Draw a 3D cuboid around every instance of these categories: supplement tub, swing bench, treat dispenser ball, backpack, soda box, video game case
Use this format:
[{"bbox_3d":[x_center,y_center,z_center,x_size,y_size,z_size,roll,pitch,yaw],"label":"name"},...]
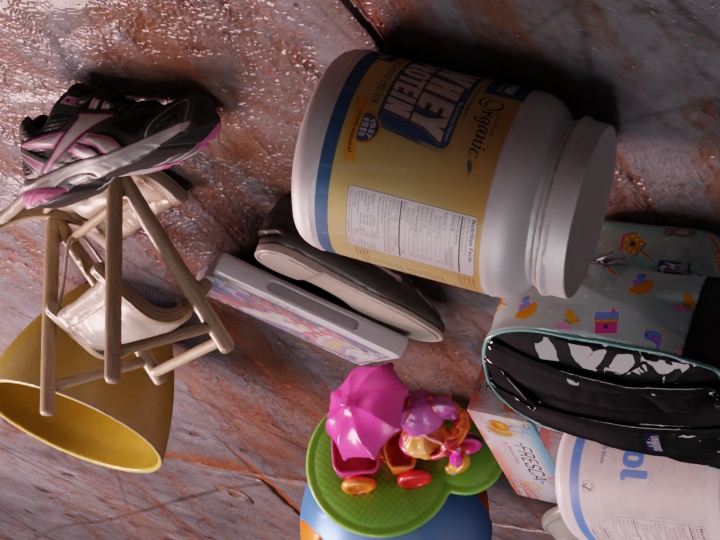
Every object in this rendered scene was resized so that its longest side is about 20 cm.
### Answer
[{"bbox_3d":[0.066,-0.064,1.420,0.198,0.146,0.145,15,157,16],"label":"supplement tub"},{"bbox_3d":[-0.227,0.006,1.830,0.129,0.202,0.199,-14,175,-27],"label":"swing bench"},{"bbox_3d":[0.283,0.185,1.797,0.199,0.133,0.132,0,149,40],"label":"supplement tub"},{"bbox_3d":[0.036,0.260,2.101,0.199,0.202,0.201,18,157,8],"label":"treat dispenser ball"},{"bbox_3d":[0.197,0.053,1.549,0.198,0.154,0.176,2,150,19],"label":"backpack"},{"bbox_3d":[0.163,0.151,1.920,0.068,0.064,0.200,10,156,24],"label":"soda box"},{"bbox_3d":[-0.059,0.038,1.863,0.181,0.023,0.200,25,172,-7],"label":"video game case"}]

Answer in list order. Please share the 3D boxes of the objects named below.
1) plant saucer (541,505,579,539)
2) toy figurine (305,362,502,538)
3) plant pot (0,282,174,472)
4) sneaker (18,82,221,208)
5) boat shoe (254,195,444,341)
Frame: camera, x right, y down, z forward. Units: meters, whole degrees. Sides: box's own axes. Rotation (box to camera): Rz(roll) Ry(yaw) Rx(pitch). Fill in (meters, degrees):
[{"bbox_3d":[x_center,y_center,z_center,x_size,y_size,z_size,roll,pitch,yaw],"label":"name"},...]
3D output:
[{"bbox_3d":[0.276,0.259,1.989,0.198,0.051,0.200,-2,160,-1],"label":"plant saucer"},{"bbox_3d":[0.041,0.154,1.936,0.198,0.151,0.184,-5,157,1],"label":"toy figurine"},{"bbox_3d":[-0.270,0.098,2.091,0.198,0.143,0.200,18,157,8],"label":"plant pot"},{"bbox_3d":[-0.207,-0.114,1.648,0.199,0.087,0.080,-18,177,29],"label":"sneaker"},{"bbox_3d":[0.000,0.000,1.758,0.199,0.057,0.067,28,160,-28],"label":"boat shoe"}]
